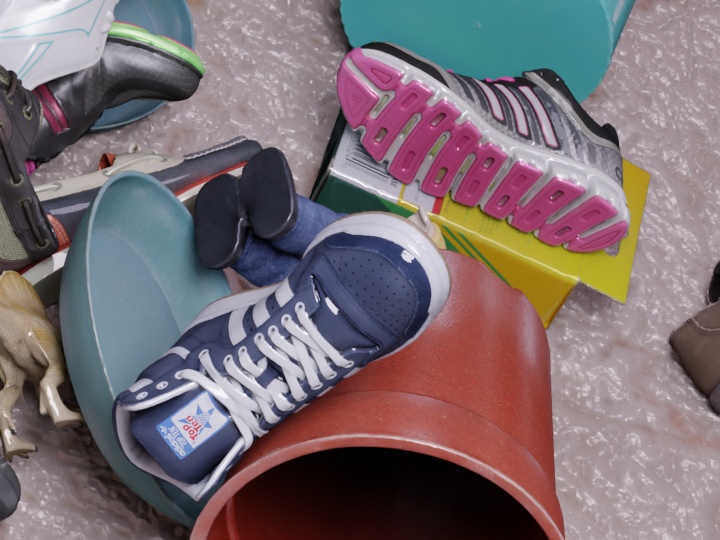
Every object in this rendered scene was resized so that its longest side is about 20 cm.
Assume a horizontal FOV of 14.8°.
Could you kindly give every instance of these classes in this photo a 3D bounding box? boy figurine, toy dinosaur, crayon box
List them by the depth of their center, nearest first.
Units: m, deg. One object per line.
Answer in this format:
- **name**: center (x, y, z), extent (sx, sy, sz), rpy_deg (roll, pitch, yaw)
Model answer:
- **toy dinosaur**: center (-0.176, 0.043, 1.462), extent (0.200, 0.058, 0.102), rpy_deg (36, 35, -64)
- **boy figurine**: center (0.000, 0.000, 1.577), extent (0.199, 0.124, 0.065), rpy_deg (27, 43, -43)
- **crayon box**: center (0.075, -0.047, 1.716), extent (0.199, 0.051, 0.127), rpy_deg (25, 45, -6)

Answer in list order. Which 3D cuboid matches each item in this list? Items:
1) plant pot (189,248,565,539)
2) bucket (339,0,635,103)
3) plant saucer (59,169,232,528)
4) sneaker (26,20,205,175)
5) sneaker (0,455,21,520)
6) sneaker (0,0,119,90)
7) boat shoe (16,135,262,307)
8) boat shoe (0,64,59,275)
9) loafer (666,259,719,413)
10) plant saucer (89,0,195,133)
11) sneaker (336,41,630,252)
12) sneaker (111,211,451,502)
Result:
- **plant pot**: center (0.021, 0.102, 1.471), extent (0.200, 0.201, 0.196), rpy_deg (22, 36, -9)
- **bucket**: center (0.086, -0.200, 1.757), extent (0.206, 0.208, 0.135), rpy_deg (24, 49, -7)
- **plant saucer**: center (-0.110, 0.048, 1.482), extent (0.200, 0.036, 0.201), rpy_deg (-17, 90, -72)
- **sneaker**: center (-0.185, -0.090, 1.577), extent (0.198, 0.077, 0.084), rpy_deg (-11, 81, -6)
- **sneaker**: center (-0.240, 0.046, 1.451), extent (0.200, 0.067, 0.090), rpy_deg (39, 54, 11)
- **sneaker**: center (-0.163, -0.158, 1.526), extent (0.200, 0.070, 0.080), rpy_deg (-47, 111, -12)
- **boat shoe**: center (-0.136, -0.040, 1.587), extent (0.199, 0.071, 0.063), rpy_deg (-26, 71, -34)
- **boat shoe**: center (-0.198, -0.078, 1.449), extent (0.066, 0.202, 0.072), rpy_deg (-18, 43, -14)
- **loafer**: center (0.259, 0.008, 1.748), extent (0.071, 0.073, 0.200), rpy_deg (40, 45, 8)
- **plant saucer**: center (-0.198, -0.154, 1.683), extent (0.199, 0.027, 0.201), rpy_deg (15, 46, -16)
- **sneaker**: center (0.077, -0.088, 1.667), extent (0.199, 0.074, 0.088), rpy_deg (27, 45, -11)
- **sneaker**: center (-0.043, 0.045, 1.335), extent (0.070, 0.200, 0.109), rpy_deg (51, 49, -10)
